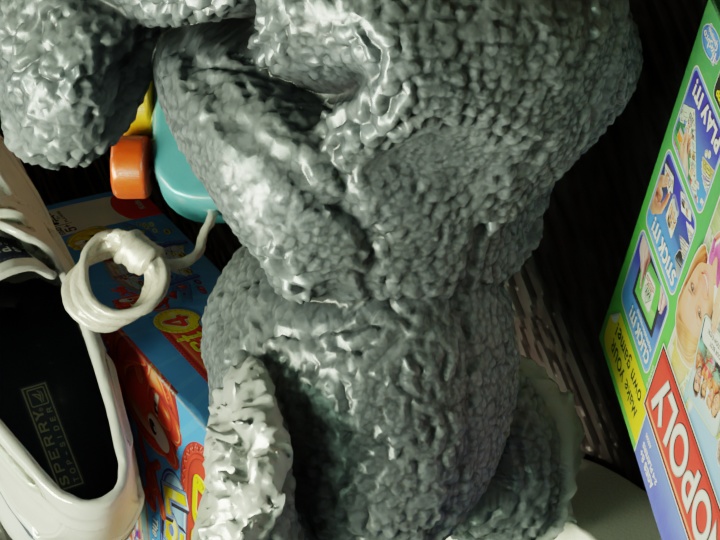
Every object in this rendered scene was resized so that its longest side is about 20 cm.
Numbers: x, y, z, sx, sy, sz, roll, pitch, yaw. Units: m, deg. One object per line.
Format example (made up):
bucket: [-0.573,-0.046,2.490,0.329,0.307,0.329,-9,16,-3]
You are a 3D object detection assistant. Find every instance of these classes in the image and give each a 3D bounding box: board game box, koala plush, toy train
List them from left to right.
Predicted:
toy train: [-0.104,-0.068,1.062,0.200,0.150,0.056,48,169,20]
board game box: [-0.068,0.102,1.122,0.196,0.056,0.201,43,137,50]
koala plush: [0.000,0.000,0.899,0.183,0.177,0.202,3,94,45]
board game box: [0.115,0.037,0.824,0.201,0.029,0.135,-104,22,-48]

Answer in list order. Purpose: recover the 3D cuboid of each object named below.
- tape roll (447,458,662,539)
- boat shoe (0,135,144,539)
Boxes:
tape roll: [0.072,0.162,1.014,0.202,0.037,0.204,28,128,43]
boat shoe: [-0.128,0.006,1.059,0.201,0.073,0.065,58,159,14]
